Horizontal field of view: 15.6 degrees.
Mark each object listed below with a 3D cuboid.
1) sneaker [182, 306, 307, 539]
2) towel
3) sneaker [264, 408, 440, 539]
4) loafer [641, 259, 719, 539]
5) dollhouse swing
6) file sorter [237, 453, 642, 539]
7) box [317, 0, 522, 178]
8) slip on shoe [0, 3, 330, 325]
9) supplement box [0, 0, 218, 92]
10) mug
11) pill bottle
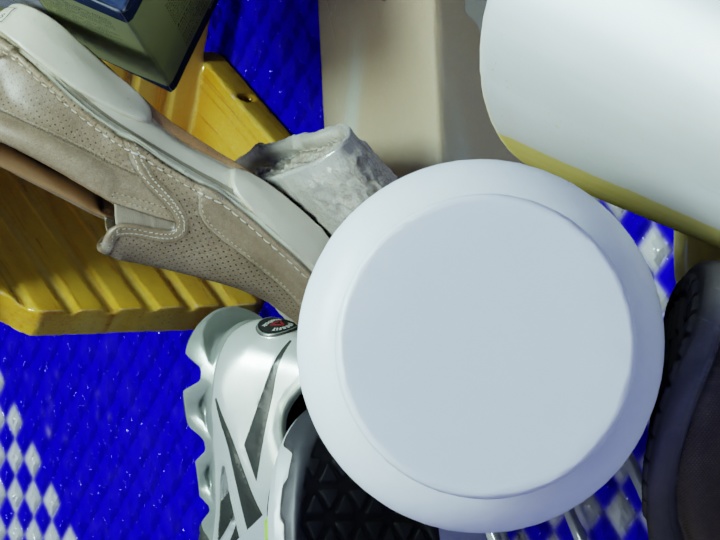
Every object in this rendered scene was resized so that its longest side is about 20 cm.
[{"bbox_3d":[-0.026,0.120,1.213,0.088,0.074,0.201,10,119,42],"label":"sneaker"},{"bbox_3d":[0.000,0.000,1.135,0.133,0.034,0.200,47,163,-13],"label":"towel"},{"bbox_3d":[-0.018,0.148,0.995,0.083,0.071,0.201,1,97,53],"label":"sneaker"},{"bbox_3d":[0.135,0.076,0.901,0.201,0.071,0.073,84,-165,-46],"label":"loafer"},{"bbox_3d":[-0.118,-0.094,1.247,0.182,0.199,0.177,49,128,42],"label":"dollhouse swing"},{"bbox_3d":[0.051,0.133,1.072,0.200,0.138,0.125,-46,57,45],"label":"file sorter"},{"bbox_3d":[0.036,-0.126,1.103,0.095,0.077,0.201,20,119,53],"label":"box"},{"bbox_3d":[-0.085,-0.027,1.088,0.061,0.200,0.076,-52,7,-17],"label":"slip on shoe"},{"bbox_3d":[-0.104,-0.204,1.097,0.200,0.134,0.201,67,-132,-85],"label":"supplement box"},{"bbox_3d":[0.153,-0.059,0.882,0.153,0.186,0.150,35,87,39],"label":"mug"},{"bbox_3d":[0.039,0.025,0.866,0.200,0.119,0.121,67,-159,-88],"label":"pill bottle"}]
